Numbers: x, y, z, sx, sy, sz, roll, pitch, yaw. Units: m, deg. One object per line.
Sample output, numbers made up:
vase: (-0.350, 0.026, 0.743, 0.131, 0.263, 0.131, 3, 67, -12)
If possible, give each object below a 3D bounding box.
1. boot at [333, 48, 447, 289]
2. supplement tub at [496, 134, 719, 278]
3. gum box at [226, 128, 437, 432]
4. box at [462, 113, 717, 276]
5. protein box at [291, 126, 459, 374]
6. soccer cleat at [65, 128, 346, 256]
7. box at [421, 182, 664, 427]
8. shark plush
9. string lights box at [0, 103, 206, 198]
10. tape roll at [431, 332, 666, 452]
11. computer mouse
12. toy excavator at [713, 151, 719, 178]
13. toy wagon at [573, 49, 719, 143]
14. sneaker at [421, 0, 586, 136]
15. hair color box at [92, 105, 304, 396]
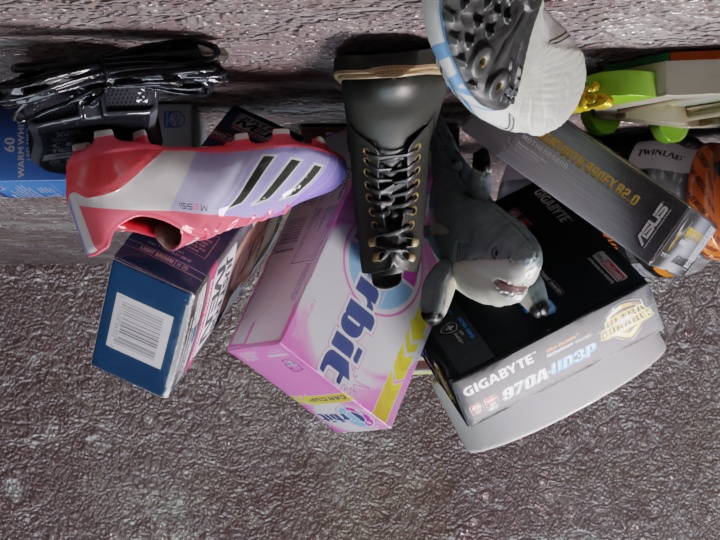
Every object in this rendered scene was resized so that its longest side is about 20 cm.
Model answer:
boot: (0.024, -0.063, 1.056, 0.077, 0.139, 0.200, -1, 176, 4)
supplement tub: (0.227, -0.054, 1.419, 0.199, 0.124, 0.122, -4, 176, 38)
gum box: (0.000, 0.000, 1.184, 0.113, 0.201, 0.066, 39, 151, -30)
box: (0.168, -0.063, 1.166, 0.158, 0.048, 0.200, 38, -172, 16)
protein box: (0.010, -0.011, 1.418, 0.134, 0.202, 0.199, 0, 177, -4)
soccer cleat: (-0.095, -0.048, 1.054, 0.199, 0.077, 0.067, -1, 170, -36)
box: (0.112, 0.018, 1.229, 0.158, 0.046, 0.200, -26, -150, -3)
shark plush: (0.086, -0.045, 1.134, 0.090, 0.201, 0.084, 5, 132, -7)
string lights box: (-0.220, -0.089, 1.249, 0.198, 0.059, 0.103, -1, 176, 0)
tape roll: (0.164, 0.082, 1.447, 0.202, 0.071, 0.202, -28, -178, 1)
computer mouse: (-0.162, -0.109, 1.027, 0.138, 0.053, 0.200, -8, 171, -14)
toy excavator: (0.304, -0.042, 1.115, 0.100, 0.195, 0.200, -32, 157, 17)
toy wagon: (0.214, -0.115, 1.071, 0.199, 0.040, 0.155, 3, 175, -37)
sneaker: (0.059, -0.115, 0.812, 0.072, 0.072, 0.200, 26, 179, 20)
hair color box: (-0.109, -0.017, 1.139, 0.060, 0.100, 0.200, 24, -139, 5)
